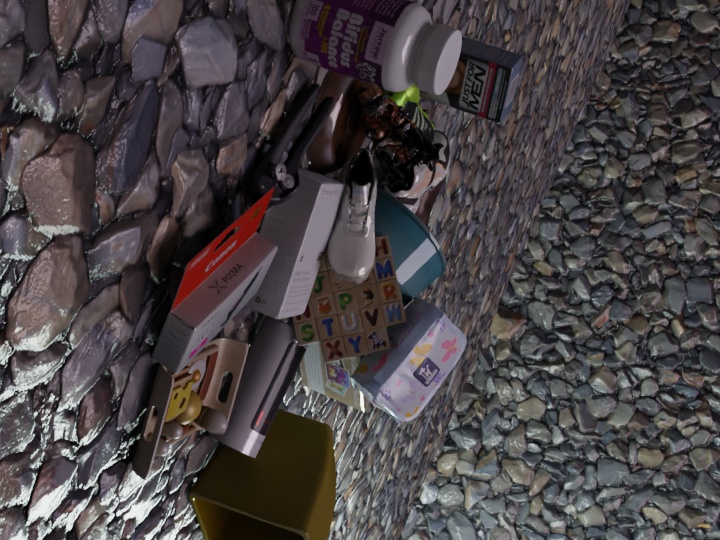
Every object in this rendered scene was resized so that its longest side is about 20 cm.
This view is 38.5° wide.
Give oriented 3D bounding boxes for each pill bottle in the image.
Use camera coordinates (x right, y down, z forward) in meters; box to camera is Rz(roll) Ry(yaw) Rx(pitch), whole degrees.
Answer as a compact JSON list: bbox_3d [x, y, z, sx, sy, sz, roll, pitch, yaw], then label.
[{"bbox_3d":[0.020,-0.289,1.287,0.113,0.199,0.113,-56,159,-34],"label":"pill bottle"}]

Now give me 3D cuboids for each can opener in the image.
[{"bbox_3d":[-0.094,-0.165,1.356,0.063,0.078,0.201,38,66,-32],"label":"can opener"}]

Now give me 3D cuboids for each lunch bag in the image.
[{"bbox_3d":[0.073,0.142,1.598,0.170,0.127,0.200,-51,169,-9],"label":"lunch bag"}]

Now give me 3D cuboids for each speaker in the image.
[{"bbox_3d":[-0.150,0.174,1.534,0.201,0.081,0.081,-64,163,-11],"label":"speaker"}]

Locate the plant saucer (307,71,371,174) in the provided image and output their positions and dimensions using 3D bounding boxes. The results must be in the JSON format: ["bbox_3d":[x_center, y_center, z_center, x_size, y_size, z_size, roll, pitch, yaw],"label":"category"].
[{"bbox_3d":[-0.018,-0.233,1.531,0.201,0.032,0.201,-58,161,-32],"label":"plant saucer"}]

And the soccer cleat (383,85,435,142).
[{"bbox_3d":[0.070,-0.244,1.666,0.081,0.067,0.200,-50,155,-8],"label":"soccer cleat"}]

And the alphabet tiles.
[{"bbox_3d":[-0.026,0.028,1.524,0.006,0.165,0.201,102,-24,-80],"label":"alphabet tiles"}]

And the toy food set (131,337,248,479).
[{"bbox_3d":[-0.218,0.179,1.361,0.200,0.060,0.144,-23,133,-68],"label":"toy food set"}]

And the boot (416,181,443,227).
[{"bbox_3d":[0.127,-0.131,1.958,0.167,0.072,0.200,-56,170,14],"label":"boot"}]

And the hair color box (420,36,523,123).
[{"bbox_3d":[0.150,-0.319,1.651,0.061,0.199,0.099,-49,155,-48],"label":"hair color box"}]

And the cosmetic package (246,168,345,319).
[{"bbox_3d":[-0.095,-0.040,1.456,0.201,0.074,0.102,-70,164,10],"label":"cosmetic package"}]

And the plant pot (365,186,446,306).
[{"bbox_3d":[0.000,0.000,1.626,0.188,0.200,0.200,-46,157,-16],"label":"plant pot"}]

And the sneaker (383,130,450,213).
[{"bbox_3d":[0.099,-0.173,1.765,0.201,0.073,0.080,-59,159,-30],"label":"sneaker"}]

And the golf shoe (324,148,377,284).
[{"bbox_3d":[-0.011,-0.083,1.491,0.097,0.078,0.201,103,-11,-65],"label":"golf shoe"}]

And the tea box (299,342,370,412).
[{"bbox_3d":[-0.008,0.099,1.786,0.197,0.133,0.201,-58,160,-32],"label":"tea box"}]

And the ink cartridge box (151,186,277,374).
[{"bbox_3d":[-0.166,0.011,1.274,0.200,0.043,0.174,-49,172,-48],"label":"ink cartridge box"}]

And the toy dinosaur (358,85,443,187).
[{"bbox_3d":[0.052,-0.205,1.525,0.102,0.136,0.200,-39,159,23],"label":"toy dinosaur"}]

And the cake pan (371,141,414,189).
[{"bbox_3d":[0.066,-0.199,1.821,0.201,0.037,0.201,-57,160,-33],"label":"cake pan"}]

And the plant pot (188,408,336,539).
[{"bbox_3d":[-0.128,0.335,1.624,0.195,0.194,0.201,88,23,-53],"label":"plant pot"}]
